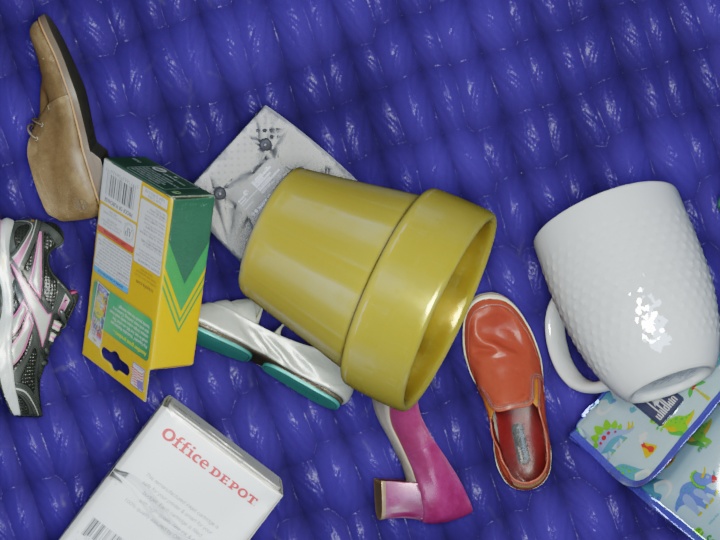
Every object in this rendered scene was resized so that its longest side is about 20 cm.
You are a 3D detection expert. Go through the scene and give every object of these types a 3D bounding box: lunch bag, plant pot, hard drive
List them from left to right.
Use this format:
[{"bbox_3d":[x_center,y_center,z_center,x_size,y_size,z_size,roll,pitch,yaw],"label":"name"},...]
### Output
[{"bbox_3d":[-0.060,-0.049,1.731,0.200,0.042,0.135,43,91,-5],"label":"hard drive"},{"bbox_3d":[0.000,0.000,1.629,0.189,0.201,0.201,26,92,11],"label":"plant pot"},{"bbox_3d":[0.328,0.160,1.724,0.200,0.127,0.170,41,90,14],"label":"lunch bag"}]

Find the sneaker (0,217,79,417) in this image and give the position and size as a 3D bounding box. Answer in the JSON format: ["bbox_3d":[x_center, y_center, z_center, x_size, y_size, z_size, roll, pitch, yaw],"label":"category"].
[{"bbox_3d":[-0.312,0.045,1.712,0.086,0.080,0.201,-5,99,-13],"label":"sneaker"}]

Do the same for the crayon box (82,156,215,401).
[{"bbox_3d":[-0.201,0.006,1.672,0.051,0.126,0.200,-4,112,-38],"label":"crayon box"}]

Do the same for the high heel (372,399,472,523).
[{"bbox_3d":[0.064,0.148,1.739,0.096,0.067,0.201,0,88,-14],"label":"high heel"}]

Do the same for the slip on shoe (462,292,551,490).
[{"bbox_3d":[0.147,0.119,1.740,0.074,0.061,0.200,-12,92,0],"label":"slip on shoe"}]

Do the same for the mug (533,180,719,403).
[{"bbox_3d":[0.246,0.039,1.687,0.147,0.200,0.176,-3,64,-38],"label":"mug"}]

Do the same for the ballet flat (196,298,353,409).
[{"bbox_3d":[-0.093,0.067,1.732,0.200,0.069,0.070,26,92,-7],"label":"ballet flat"}]

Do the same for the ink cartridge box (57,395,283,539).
[{"bbox_3d":[-0.189,0.243,1.721,0.147,0.083,0.200,38,91,-4],"label":"ink cartridge box"}]

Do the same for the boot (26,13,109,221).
[{"bbox_3d":[-0.293,-0.144,1.707,0.075,0.074,0.200,-15,96,5],"label":"boot"}]

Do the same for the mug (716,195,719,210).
[{"bbox_3d":[0.437,-0.003,1.717,0.185,0.114,0.152,4,93,-3],"label":"mug"}]
